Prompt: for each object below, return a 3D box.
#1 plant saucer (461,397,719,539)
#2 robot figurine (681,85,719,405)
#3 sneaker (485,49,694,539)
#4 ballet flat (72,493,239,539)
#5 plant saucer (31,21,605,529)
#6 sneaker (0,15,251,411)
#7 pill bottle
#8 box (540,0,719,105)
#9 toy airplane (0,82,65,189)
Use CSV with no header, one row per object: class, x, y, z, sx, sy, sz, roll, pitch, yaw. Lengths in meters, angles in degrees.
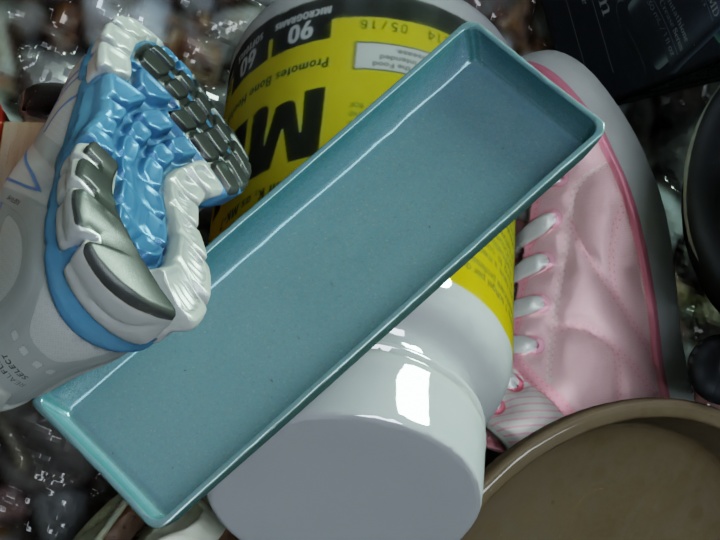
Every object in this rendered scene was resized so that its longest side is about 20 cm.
plant saucer,0.090,0.140,1.003,0.200,0.029,0.200,-10,113,-26
robot figurine,0.186,-0.024,0.992,0.150,0.200,0.125,-14,83,5
sneaker,0.066,0.017,1.025,0.105,0.075,0.201,-15,92,-30
ballet flat,-0.052,0.085,0.969,0.067,0.062,0.200,44,67,-13
plant saucer,-0.012,0.001,0.856,0.200,0.019,0.070,-42,60,-11
sneaker,-0.094,-0.018,0.851,0.087,0.200,0.075,-37,104,19
pill bottle,0.000,0.000,0.938,0.114,0.114,0.200,21,47,-20
box,0.155,-0.160,1.022,0.107,0.200,0.149,-15,88,-29
toy airplane,-0.196,-0.052,0.882,0.200,0.141,0.199,-45,123,-51
